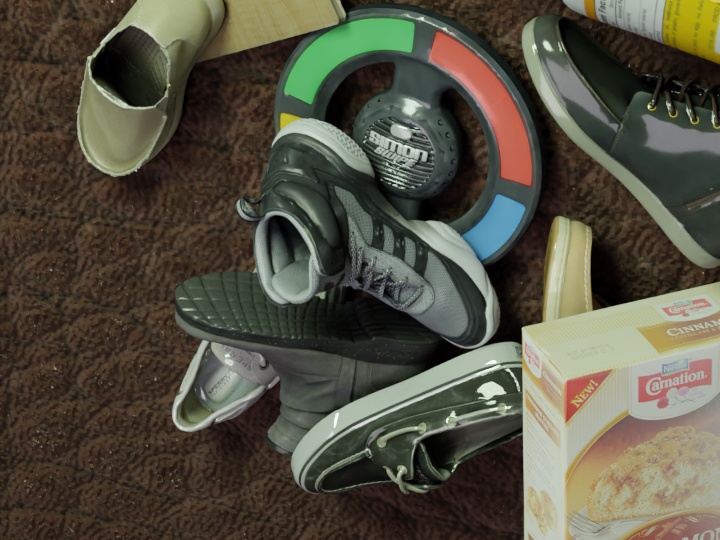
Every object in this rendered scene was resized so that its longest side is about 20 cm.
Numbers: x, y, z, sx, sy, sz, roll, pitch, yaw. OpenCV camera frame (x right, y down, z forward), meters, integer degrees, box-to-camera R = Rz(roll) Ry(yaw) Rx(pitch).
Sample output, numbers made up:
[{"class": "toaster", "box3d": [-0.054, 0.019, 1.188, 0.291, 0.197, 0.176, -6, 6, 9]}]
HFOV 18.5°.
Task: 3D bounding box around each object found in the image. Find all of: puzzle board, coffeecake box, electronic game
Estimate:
[{"class": "puzzle board", "box3d": [-0.102, -0.243, 1.476, 0.150, 0.017, 0.201, -9, 112, 44]}, {"class": "coffeecake box", "box3d": [0.189, 0.122, 1.452, 0.073, 0.153, 0.201, -128, 30, -56]}, {"class": "electronic game", "box3d": [0.032, -0.085, 1.492, 0.199, 0.042, 0.201, 14, 123, 22]}]

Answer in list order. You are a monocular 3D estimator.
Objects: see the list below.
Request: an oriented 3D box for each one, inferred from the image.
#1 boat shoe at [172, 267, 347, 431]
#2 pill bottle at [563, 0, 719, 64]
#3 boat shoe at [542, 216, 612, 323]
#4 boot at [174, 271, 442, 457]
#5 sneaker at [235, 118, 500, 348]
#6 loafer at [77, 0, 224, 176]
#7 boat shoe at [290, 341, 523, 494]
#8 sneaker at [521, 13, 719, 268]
[{"class": "boat shoe", "box3d": [-0.076, 0.054, 1.614, 0.071, 0.069, 0.200, 40, 128, 6]}, {"class": "pill bottle", "box3d": [0.183, -0.191, 1.302, 0.199, 0.111, 0.111, 22, 126, 16]}, {"class": "boat shoe", "box3d": [0.158, 0.055, 1.493, 0.069, 0.074, 0.201, 0, 119, 8]}, {"class": "boot", "box3d": [-0.047, 0.078, 1.564, 0.199, 0.070, 0.132, 11, 126, -15]}, {"class": "sneaker", "box3d": [0.000, 0.000, 1.468, 0.200, 0.114, 0.075, 44, 135, -8]}, {"class": "loafer", "box3d": [-0.160, -0.132, 1.541, 0.076, 0.068, 0.200, 40, 138, 8]}, {"class": "boat shoe", "box3d": [0.036, 0.118, 1.535, 0.200, 0.064, 0.071, -30, 144, 26]}, {"class": "sneaker", "box3d": [0.197, -0.104, 1.378, 0.200, 0.075, 0.106, 45, 125, -12]}]
